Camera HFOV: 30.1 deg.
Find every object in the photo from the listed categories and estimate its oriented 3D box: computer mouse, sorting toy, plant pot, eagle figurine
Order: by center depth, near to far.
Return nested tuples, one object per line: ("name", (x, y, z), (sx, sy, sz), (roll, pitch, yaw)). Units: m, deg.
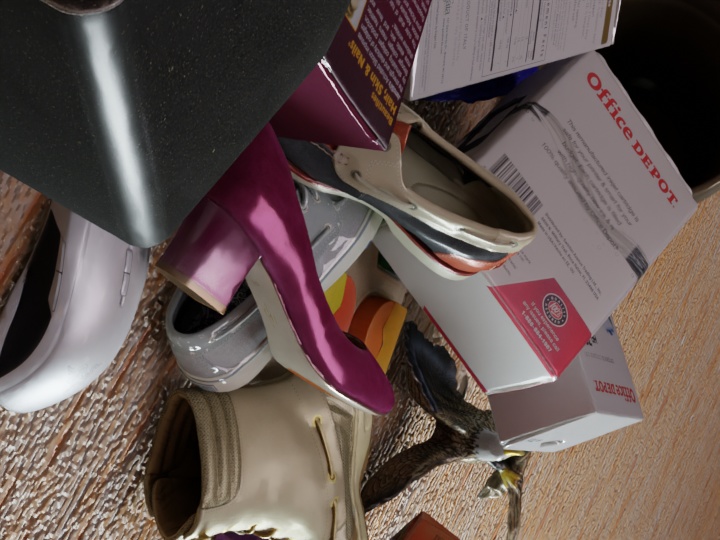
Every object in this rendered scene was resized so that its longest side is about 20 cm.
("plant pot", (-0.101, -0.133, 0.502), (0.201, 0.198, 0.178), (-53, 161, -27))
("computer mouse", (-0.126, -0.016, 0.681), (0.109, 0.043, 0.202), (19, 92, -64))
("sorting toy", (0.000, 0.000, 0.934), (0.202, 0.036, 0.185), (-67, 153, -4))
("eagle figurine", (0.070, 0.135, 1.100), (0.198, 0.151, 0.153), (13, 54, -34))
("plant pot", (0.235, -0.128, 1.145), (0.202, 0.198, 0.174), (-62, 170, -11))

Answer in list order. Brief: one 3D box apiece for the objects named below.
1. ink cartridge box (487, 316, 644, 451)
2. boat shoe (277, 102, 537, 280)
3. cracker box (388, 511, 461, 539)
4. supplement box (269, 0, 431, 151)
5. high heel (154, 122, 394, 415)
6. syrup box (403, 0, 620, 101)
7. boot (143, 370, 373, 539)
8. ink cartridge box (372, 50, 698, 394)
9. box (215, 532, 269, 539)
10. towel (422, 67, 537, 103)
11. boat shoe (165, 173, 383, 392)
("ink cartridge box", (0.142, 0.033, 1.059), (0.146, 0.085, 0.202), (17, 54, -63))
("boat shoe", (0.016, -0.067, 0.777), (0.199, 0.062, 0.072), (37, 57, -19))
("cracker box", (0.013, 0.271, 1.035), (0.134, 0.057, 0.200), (-52, 176, -21))
("supplement box", (-0.012, -0.179, 0.693), (0.110, 0.085, 0.202), (47, 56, -60))
("high heel", (-0.025, 0.005, 0.744), (0.200, 0.067, 0.097), (40, 79, -37))
("syrup box", (0.077, -0.174, 0.855), (0.199, 0.078, 0.082), (-21, 126, -38))
("boot", (-0.065, 0.161, 0.851), (0.154, 0.072, 0.203), (-7, 108, -46))
("ink cartridge box", (0.124, -0.037, 0.929), (0.200, 0.084, 0.145), (-44, 103, -32))
("box", (-0.090, 0.289, 0.971), (0.137, 0.039, 0.202), (19, 92, -63))
("towel", (0.107, -0.222, 0.959), (0.147, 0.049, 0.202), (-26, 131, -54))
("boat shoe", (-0.046, -0.022, 0.797), (0.202, 0.070, 0.072), (-55, 154, -20))
